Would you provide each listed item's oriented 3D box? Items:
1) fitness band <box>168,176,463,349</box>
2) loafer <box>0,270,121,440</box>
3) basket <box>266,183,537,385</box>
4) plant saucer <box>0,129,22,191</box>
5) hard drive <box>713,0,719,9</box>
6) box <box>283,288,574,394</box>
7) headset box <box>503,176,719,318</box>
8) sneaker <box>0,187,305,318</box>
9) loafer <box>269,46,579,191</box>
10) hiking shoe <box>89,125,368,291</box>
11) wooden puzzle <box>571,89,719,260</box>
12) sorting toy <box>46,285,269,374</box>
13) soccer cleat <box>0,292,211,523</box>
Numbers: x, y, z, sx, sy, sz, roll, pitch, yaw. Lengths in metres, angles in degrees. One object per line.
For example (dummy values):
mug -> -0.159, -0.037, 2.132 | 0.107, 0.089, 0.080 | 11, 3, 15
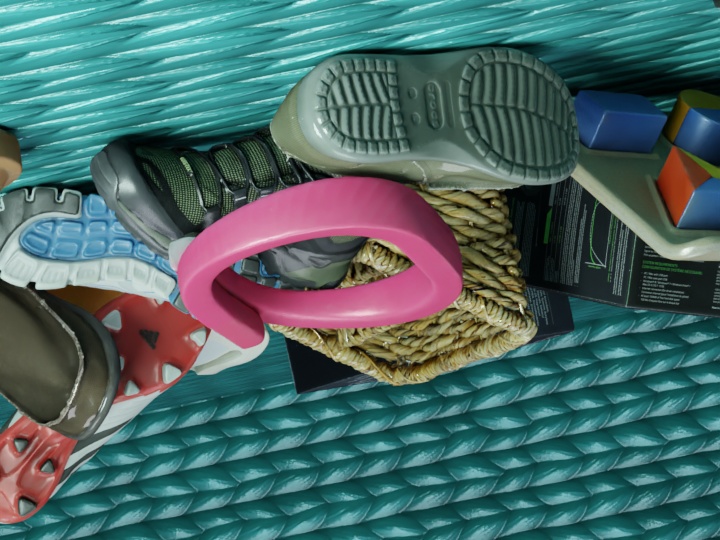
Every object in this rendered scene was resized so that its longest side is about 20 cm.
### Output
fitness band -> -0.021, -0.003, 1.284 | 0.143, 0.038, 0.200 | -16, 161, 13
loafer -> -0.219, 0.037, 1.407 | 0.071, 0.073, 0.200 | 13, -163, -47
basket -> 0.000, 0.000, 1.501 | 0.142, 0.150, 0.200 | -8, 174, -29
plant saucer -> -0.274, -0.036, 1.213 | 0.200, 0.032, 0.200 | -11, 174, -1
hard drive -> 0.267, -0.166, 1.059 | 0.199, 0.033, 0.140 | -11, 174, -5
box -> 0.057, 0.036, 2.113 | 0.182, 0.104, 0.200 | -9, 173, -36
headset box -> 0.204, -0.022, 1.579 | 0.174, 0.093, 0.200 | 6, -177, -25
sneaker -> -0.131, -0.016, 1.428 | 0.199, 0.075, 0.087 | 12, -178, -10
loafer -> 0.035, -0.081, 1.250 | 0.200, 0.075, 0.070 | 5, 169, -39
hiking shoe -> -0.062, -0.055, 1.322 | 0.200, 0.076, 0.101 | 13, 125, -46
wooden puzzle -> 0.200, -0.064, 1.394 | 0.185, 0.046, 0.200 | 1, -152, -39
sorting toy -> -0.164, 0.041, 1.577 | 0.179, 0.107, 0.200 | 9, 165, -25
soccer cleat -> -0.172, 0.077, 1.474 | 0.200, 0.069, 0.085 | -48, -169, -7
